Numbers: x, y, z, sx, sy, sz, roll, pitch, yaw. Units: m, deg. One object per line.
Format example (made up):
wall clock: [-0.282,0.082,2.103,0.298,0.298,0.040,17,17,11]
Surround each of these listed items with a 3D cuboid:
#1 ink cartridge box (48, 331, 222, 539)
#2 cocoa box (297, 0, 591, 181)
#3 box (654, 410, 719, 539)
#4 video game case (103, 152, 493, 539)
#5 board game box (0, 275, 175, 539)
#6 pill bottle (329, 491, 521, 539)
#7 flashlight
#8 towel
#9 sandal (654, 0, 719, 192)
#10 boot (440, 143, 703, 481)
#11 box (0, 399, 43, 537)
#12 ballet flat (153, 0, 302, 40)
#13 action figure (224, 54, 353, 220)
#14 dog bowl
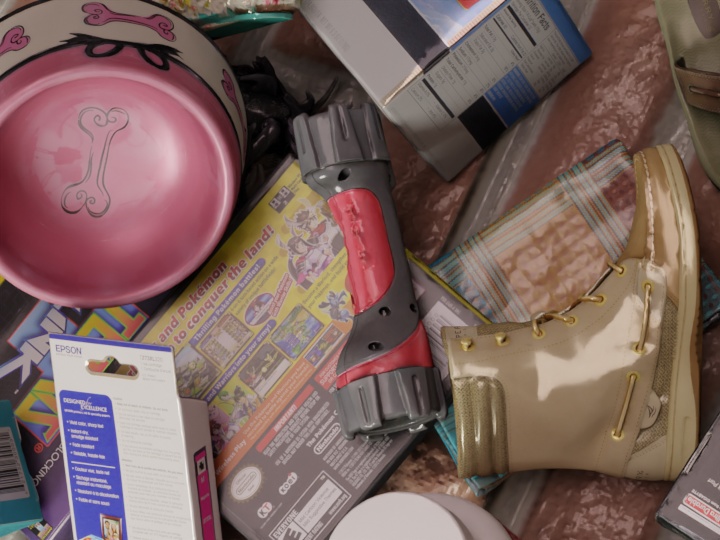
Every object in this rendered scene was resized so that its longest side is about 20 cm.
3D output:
ink cartridge box: [-0.136,0.132,1.534,0.094,0.037,0.201,5,112,29]
cocoa box: [0.029,-0.186,1.597,0.131,0.133,0.200,-40,63,3]
box: [0.291,0.128,1.413,0.199,0.046,0.159,32,84,13]
video game case: [-0.040,0.059,1.552,0.181,0.026,0.200,40,88,14]
board game box: [-0.189,0.063,1.633,0.165,0.057,0.200,37,87,28]
pill bottle: [0.050,0.191,1.417,0.112,0.200,0.113,-7,69,18]
flashlight: [0.000,0.000,1.508,0.068,0.068,0.201,-14,78,2]
towel: [0.115,0.026,1.553,0.200,0.022,0.147,-36,64,5]
sandal: [0.227,-0.122,1.543,0.079,0.057,0.202,-27,64,10]
boot: [0.124,0.026,1.484,0.154,0.073,0.201,-1,92,4]
box: [-0.300,0.153,1.604,0.199,0.049,0.083,-24,78,31]
ballet flat: [-0.108,-0.174,1.577,0.199,0.075,0.064,-10,87,45]
action figure: [-0.109,-0.084,1.632,0.199,0.102,0.119,-4,42,-17]
dog bowl: [-0.162,-0.065,1.523,0.200,0.200,0.074,-32,31,7]
